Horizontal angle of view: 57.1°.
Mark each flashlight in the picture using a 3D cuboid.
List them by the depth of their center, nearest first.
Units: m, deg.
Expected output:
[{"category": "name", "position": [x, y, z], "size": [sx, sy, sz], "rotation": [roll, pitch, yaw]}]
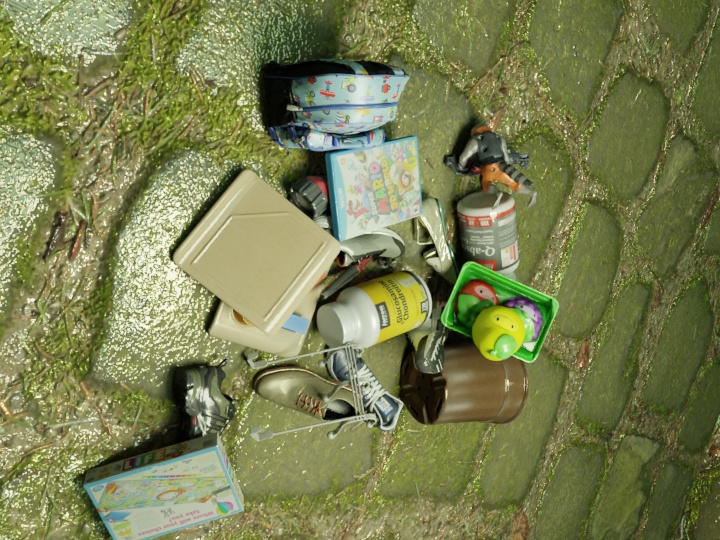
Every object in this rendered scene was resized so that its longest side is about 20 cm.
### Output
[{"category": "flashlight", "position": [-0.034, -0.170, 1.116], "size": [0.200, 0.068, 0.068], "rotation": [-47, 126, -26]}]

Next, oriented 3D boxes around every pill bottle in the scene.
[{"category": "pill bottle", "position": [0.025, 0.074, 1.201], "size": [0.200, 0.112, 0.112], "rotation": [-18, 114, -36]}, {"category": "pill bottle", "position": [0.267, -0.054, 1.365], "size": [0.116, 0.116, 0.200], "rotation": [-27, 119, -31]}]

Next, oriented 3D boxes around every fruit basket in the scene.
[{"category": "fruit basket", "position": [0.262, 0.089, 1.251], "size": [0.216, 0.216, 0.156], "rotation": [24, 89, -42]}]

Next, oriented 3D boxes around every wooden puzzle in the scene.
[{"category": "wooden puzzle", "position": [-0.158, -0.027, 1.030], "size": [0.200, 0.037, 0.185], "rotation": [40, 80, -13]}, {"category": "wooden puzzle", "position": [-0.136, 0.040, 1.100], "size": [0.185, 0.046, 0.200], "rotation": [24, 87, -42]}]

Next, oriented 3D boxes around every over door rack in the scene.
[{"category": "over door rack", "position": [-0.084, 0.202, 1.093], "size": [0.200, 0.148, 0.067], "rotation": [-5, 142, -8]}]

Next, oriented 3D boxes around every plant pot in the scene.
[{"category": "plant pot", "position": [0.203, 0.227, 1.356], "size": [0.198, 0.200, 0.201], "rotation": [-1, 104, -33]}]

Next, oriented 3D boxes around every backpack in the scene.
[{"category": "backpack", "position": [-0.027, -0.250, 1.000], "size": [0.182, 0.200, 0.135], "rotation": [-11, 107, -38]}]

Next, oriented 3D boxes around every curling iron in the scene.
[{"category": "curling iron", "position": [0.000, 0.000, 1.190], "size": [0.200, 0.050, 0.026], "rotation": [-30, 154, -41]}]

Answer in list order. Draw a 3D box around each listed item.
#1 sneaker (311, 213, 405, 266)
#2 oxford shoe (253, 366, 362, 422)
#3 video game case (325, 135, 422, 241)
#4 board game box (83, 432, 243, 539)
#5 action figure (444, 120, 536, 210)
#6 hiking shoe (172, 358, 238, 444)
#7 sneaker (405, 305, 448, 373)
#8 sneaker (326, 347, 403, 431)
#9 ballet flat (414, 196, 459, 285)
[{"category": "sneaker", "position": [-0.007, -0.039, 1.153], "size": [0.200, 0.074, 0.079], "rotation": [8, 67, -35]}, {"category": "oxford shoe", "position": [-0.085, 0.217, 1.145], "size": [0.200, 0.075, 0.071], "rotation": [13, 105, -17]}, {"category": "video game case", "position": [0.028, -0.142, 1.120], "size": [0.200, 0.018, 0.143], "rotation": [-20, 113, -38]}, {"category": "board game box", "position": [-0.293, 0.334, 1.002], "size": [0.200, 0.034, 0.135], "rotation": [-15, 116, -4]}, {"category": "action figure", "position": [0.281, -0.214, 1.294], "size": [0.200, 0.194, 0.105], "rotation": [-14, 155, -25]}, {"category": "hiking shoe", "position": [-0.236, 0.244, 1.057], "size": [0.101, 0.076, 0.200], "rotation": [-12, 110, -34]}, {"category": "sneaker", "position": [0.121, 0.137, 1.270], "size": [0.200, 0.080, 0.074], "rotation": [-62, 142, -65]}, {"category": "sneaker", "position": [0.012, 0.218, 1.236], "size": [0.070, 0.108, 0.200], "rotation": [-38, 124, -26]}, {"category": "ballet flat", "position": [0.144, -0.053, 1.311], "size": [0.062, 0.067, 0.200], "rotation": [-21, 115, -3]}]
